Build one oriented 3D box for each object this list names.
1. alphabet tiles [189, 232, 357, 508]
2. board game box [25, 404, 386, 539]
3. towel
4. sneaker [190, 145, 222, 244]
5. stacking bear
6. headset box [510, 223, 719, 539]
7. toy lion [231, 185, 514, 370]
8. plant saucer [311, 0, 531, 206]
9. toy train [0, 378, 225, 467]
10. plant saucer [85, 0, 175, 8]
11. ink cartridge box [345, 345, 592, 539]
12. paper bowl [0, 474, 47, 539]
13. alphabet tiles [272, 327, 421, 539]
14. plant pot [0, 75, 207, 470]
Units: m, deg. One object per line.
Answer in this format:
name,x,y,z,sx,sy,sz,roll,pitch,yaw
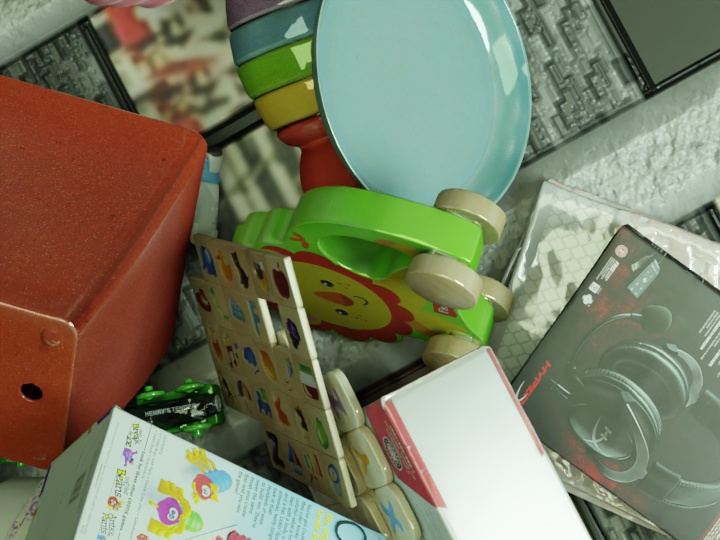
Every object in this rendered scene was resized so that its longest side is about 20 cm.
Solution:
alphabet tiles,-0.065,0.060,1.264,0.008,0.200,0.168,-20,104,-21
board game box,-0.100,0.186,1.180,0.199,0.105,0.103,28,141,-19
towel,0.177,0.059,1.305,0.190,0.032,0.201,22,96,8
sneaker,-0.193,-0.038,1.343,0.199,0.075,0.087,-4,97,10
stacking bear,-0.024,-0.129,1.292,0.113,0.121,0.201,-17,92,43
headset box,0.213,0.086,1.246,0.200,0.077,0.149,37,98,8
toy lion,0.000,0.000,1.249,0.191,0.200,0.069,16,68,13
plant saucer,0.038,-0.127,1.261,0.027,0.199,0.201,-10,90,47
toy train,-0.192,0.111,1.354,0.199,0.056,0.042,-11,84,9
plant saucer,-0.112,-0.250,1.275,0.201,0.201,0.051,-45,115,8
ink cartridge box,0.055,0.142,1.238,0.083,0.200,0.146,-27,87,-17
paper bowl,-0.224,0.222,1.289,0.104,0.201,0.202,22,95,8
alphabet tiles,-0.015,0.133,1.263,0.015,0.196,0.201,-26,87,-17
plant pot,-0.229,0.011,1.244,0.199,0.177,0.201,15,130,1
